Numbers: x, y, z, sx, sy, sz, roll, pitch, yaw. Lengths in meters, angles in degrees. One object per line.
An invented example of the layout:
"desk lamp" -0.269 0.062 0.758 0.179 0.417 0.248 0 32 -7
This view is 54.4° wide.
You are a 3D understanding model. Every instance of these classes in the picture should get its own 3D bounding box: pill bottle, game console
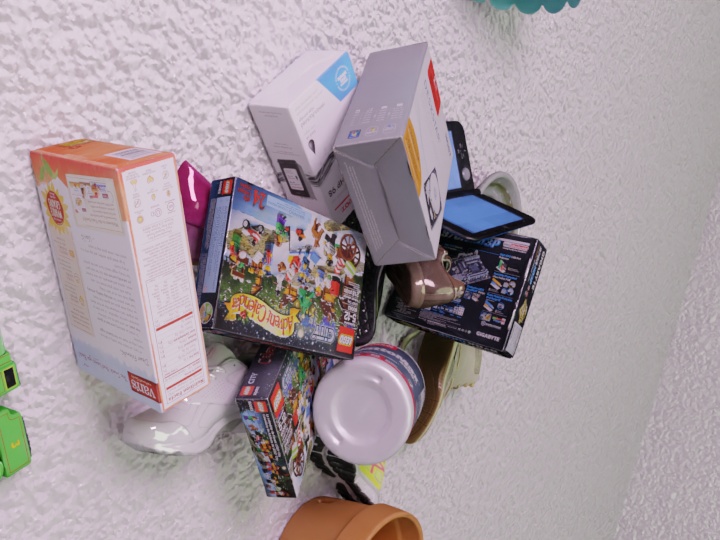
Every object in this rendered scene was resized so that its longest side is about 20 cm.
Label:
"pill bottle" 0.020 0.155 0.871 0.200 0.116 0.123 -7 109 -79
"game console" 0.143 -0.132 0.981 0.198 0.116 0.176 -16 96 -50

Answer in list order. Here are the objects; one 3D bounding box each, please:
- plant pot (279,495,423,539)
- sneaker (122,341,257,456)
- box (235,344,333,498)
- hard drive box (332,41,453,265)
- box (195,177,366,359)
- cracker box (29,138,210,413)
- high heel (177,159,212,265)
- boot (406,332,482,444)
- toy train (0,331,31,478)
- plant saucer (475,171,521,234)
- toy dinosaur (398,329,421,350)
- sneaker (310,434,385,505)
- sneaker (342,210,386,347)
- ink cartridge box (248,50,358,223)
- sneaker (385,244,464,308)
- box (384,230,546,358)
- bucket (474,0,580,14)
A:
"plant pot" -0.023 0.396 0.938 0.198 0.138 0.206 -20 117 -47
"sneaker" -0.167 0.127 0.731 0.199 0.076 0.103 -8 101 -61
"box" -0.077 0.130 0.797 0.202 0.037 0.140 -71 155 -56
"hard drive box" 0.045 -0.134 0.790 0.203 0.075 0.158 -75 153 -45
"box" -0.074 0.006 0.708 0.198 0.037 0.141 20 72 -49
"cracker box" -0.199 0.001 0.587 0.057 0.132 0.206 -26 121 -45
"high heel" -0.116 -0.055 0.738 0.196 0.067 0.098 5 108 -40
"boot" 0.132 0.186 1.140 0.154 0.071 0.205 25 85 -59
"toy train" -0.303 0.078 0.553 0.056 0.041 0.206 -32 125 -55
"plant saucer" 0.206 -0.065 1.174 0.198 0.049 0.206 -22 118 -48
"toy dinosaur" 0.049 0.162 1.036 0.088 0.046 0.204 57 48 -61
"sneaker" -0.013 0.245 0.970 0.091 0.076 0.202 -61 147 -33
"sneaker" 0.000 0.000 0.925 0.083 0.070 0.206 -30 130 -84
"ink cartridge box" -0.038 -0.134 0.813 0.116 0.065 0.203 -50 136 -32
"sneaker" 0.077 -0.010 0.911 0.073 0.201 0.072 2 120 -11
"box" 0.145 0.018 0.994 0.046 0.196 0.163 33 74 -54
"bucket" 0.230 -0.460 0.966 0.205 0.203 0.139 12 90 -53
